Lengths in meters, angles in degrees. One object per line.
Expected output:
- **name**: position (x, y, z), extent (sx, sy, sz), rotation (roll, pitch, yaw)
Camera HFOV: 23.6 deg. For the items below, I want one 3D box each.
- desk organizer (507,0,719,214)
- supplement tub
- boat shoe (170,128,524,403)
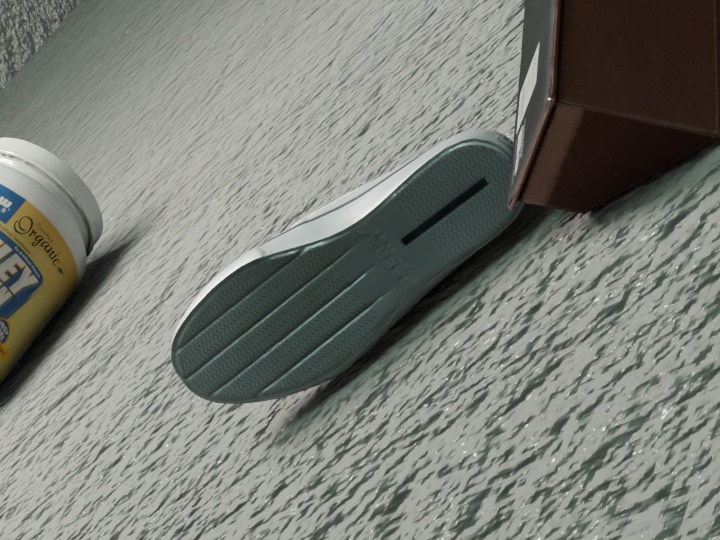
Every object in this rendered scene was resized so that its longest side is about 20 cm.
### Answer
- **desk organizer**: position (0.120, -0.117, 0.805), extent (0.072, 0.077, 0.200), rotation (106, 175, -50)
- **supplement tub**: position (-0.310, 0.004, 1.378), extent (0.145, 0.145, 0.200), rotation (-23, 28, 50)
- **boat shoe**: position (0.000, 0.000, 0.845), extent (0.200, 0.074, 0.067), rotation (-29, 6, 13)
